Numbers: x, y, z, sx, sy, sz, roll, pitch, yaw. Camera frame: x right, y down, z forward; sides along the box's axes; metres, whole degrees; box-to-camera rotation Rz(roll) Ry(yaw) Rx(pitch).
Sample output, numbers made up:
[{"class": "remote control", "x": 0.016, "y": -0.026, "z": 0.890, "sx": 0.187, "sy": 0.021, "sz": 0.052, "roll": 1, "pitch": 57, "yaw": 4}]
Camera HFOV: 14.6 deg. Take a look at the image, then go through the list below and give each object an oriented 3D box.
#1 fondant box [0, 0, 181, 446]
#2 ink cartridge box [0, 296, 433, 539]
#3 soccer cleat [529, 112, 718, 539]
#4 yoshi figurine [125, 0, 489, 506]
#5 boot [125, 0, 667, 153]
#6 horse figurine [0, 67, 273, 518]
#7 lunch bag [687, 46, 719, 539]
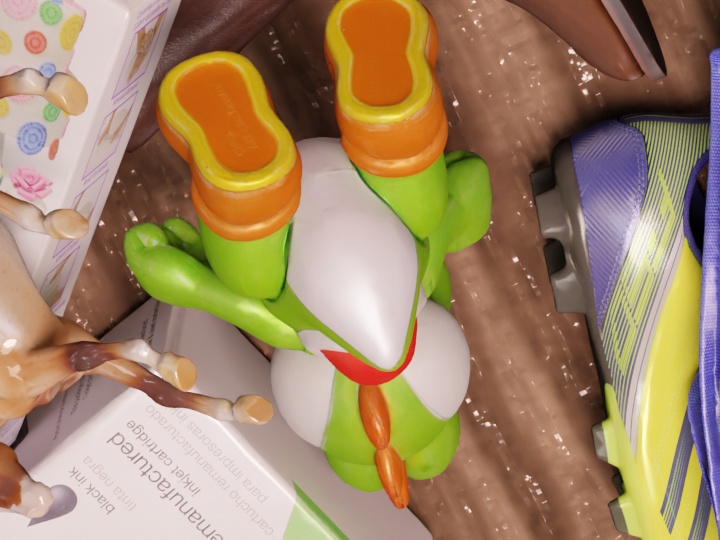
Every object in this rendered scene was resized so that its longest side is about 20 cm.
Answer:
[{"class": "fondant box", "x": -0.157, "y": -0.042, "z": 0.931, "sx": 0.144, "sy": 0.058, "sz": 0.201, "roll": 28, "pitch": 120, "yaw": 9}, {"class": "ink cartridge box", "x": -0.092, "y": 0.125, "z": 1.021, "sx": 0.200, "sy": 0.084, "sz": 0.146, "roll": -39, "pitch": 106, "yaw": 15}, {"class": "soccer cleat", "x": 0.119, "y": 0.039, "z": 0.993, "sx": 0.083, "sy": 0.065, "sz": 0.201, "roll": -15, "pitch": 111, "yaw": 5}, {"class": "yoshi figurine", "x": -0.009, "y": -0.010, "z": 0.925, "sx": 0.112, "sy": 0.112, "sz": 0.200, "roll": 19, "pitch": 148, "yaw": 23}, {"class": "boot", "x": -0.022, "y": -0.085, "z": 0.948, "sx": 0.200, "sy": 0.064, "sz": 0.187, "roll": -37, "pitch": 104, "yaw": 16}, {"class": "horse figurine", "x": -0.115, "y": 0.000, "z": 0.851, "sx": 0.132, "sy": 0.050, "sz": 0.200, "roll": 0, "pitch": 136, "yaw": 36}, {"class": "lunch bag", "x": 0.203, "y": 0.021, "z": 0.932, "sx": 0.169, "sy": 0.124, "sz": 0.201, "roll": -10, "pitch": 110, "yaw": -22}]
